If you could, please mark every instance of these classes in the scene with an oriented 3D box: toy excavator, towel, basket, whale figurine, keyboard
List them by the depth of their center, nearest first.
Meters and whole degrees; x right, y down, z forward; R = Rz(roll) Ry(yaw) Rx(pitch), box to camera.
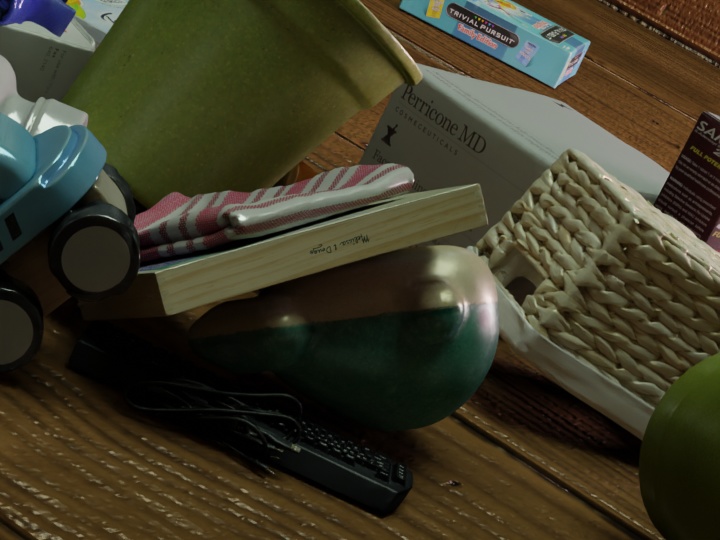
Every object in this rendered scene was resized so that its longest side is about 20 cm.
[{"bbox_3d":[-0.237,-0.038,1.330,0.200,0.194,0.100,51,7,-19],"label":"toy excavator"},{"bbox_3d":[-0.059,0.071,1.404,0.199,0.040,0.104,25,14,-2],"label":"keyboard"},{"bbox_3d":[-0.087,-0.030,1.454,0.199,0.030,0.146,-10,6,42],"label":"towel"},{"bbox_3d":[-0.005,0.045,1.464,0.159,0.104,0.200,-8,0,38],"label":"whale figurine"},{"bbox_3d":[0.184,0.027,1.714,0.200,0.124,0.136,34,10,-29],"label":"basket"}]

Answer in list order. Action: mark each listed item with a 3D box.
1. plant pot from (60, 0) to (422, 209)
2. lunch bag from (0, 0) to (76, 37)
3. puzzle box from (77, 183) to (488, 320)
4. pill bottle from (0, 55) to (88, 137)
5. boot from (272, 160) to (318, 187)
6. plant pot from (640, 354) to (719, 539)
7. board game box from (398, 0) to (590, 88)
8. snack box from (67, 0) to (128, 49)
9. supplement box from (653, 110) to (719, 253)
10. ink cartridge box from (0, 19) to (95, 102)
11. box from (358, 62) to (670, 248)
[{"bbox_3d":[-0.093,-0.122,1.666,0.200,0.184,0.200,41,-2,1],"label":"plant pot"},{"bbox_3d":[-0.263,-0.192,1.542,0.199,0.094,0.151,30,8,1],"label":"lunch bag"},{"bbox_3d":[-0.046,-0.009,1.422,0.199,0.026,0.133,-16,5,-24],"label":"puzzle box"},{"bbox_3d":[-0.258,-0.082,1.425,0.199,0.111,0.111,20,15,-3],"label":"pill bottle"},{"bbox_3d":[0.000,0.000,1.714,0.144,0.071,0.201,26,17,-22],"label":"boot"},{"bbox_3d":[0.259,0.129,1.455,0.200,0.201,0.193,18,5,-26],"label":"plant pot"},{"bbox_3d":[0.155,-0.281,2.939,0.199,0.047,0.151,28,15,7],"label":"board game box"},{"bbox_3d":[-0.147,-0.145,1.936,0.199,0.068,0.169,28,15,15],"label":"snack box"},{"bbox_3d":[0.251,-0.007,1.867,0.109,0.201,0.061,10,22,-45],"label":"supplement box"},{"bbox_3d":[-0.299,-0.165,1.716,0.199,0.086,0.146,16,18,-35],"label":"ink cartridge box"},{"bbox_3d":[0.130,-0.044,1.929,0.200,0.131,0.199,10,21,-46],"label":"box"}]
